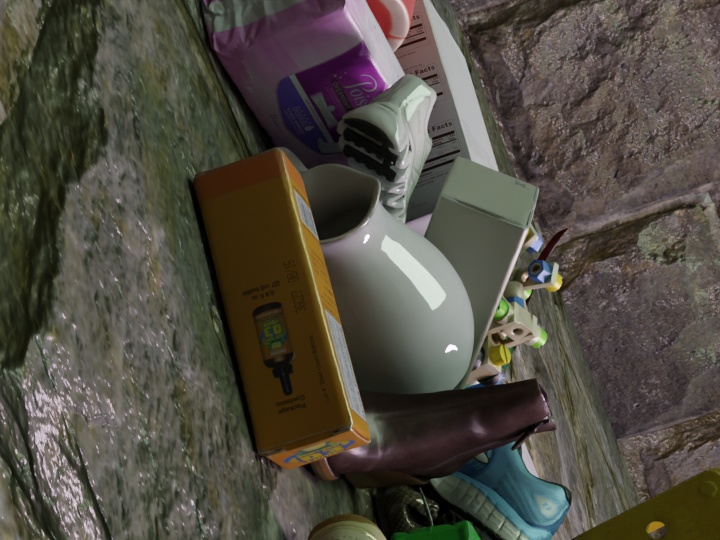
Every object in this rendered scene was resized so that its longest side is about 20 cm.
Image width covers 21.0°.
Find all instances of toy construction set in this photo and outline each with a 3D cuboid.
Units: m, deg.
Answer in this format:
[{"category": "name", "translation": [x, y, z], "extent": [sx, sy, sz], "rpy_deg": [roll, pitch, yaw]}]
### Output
[{"category": "toy construction set", "translation": [0.093, 0.049, 1.762], "extent": [0.092, 0.200, 0.132], "rpy_deg": [22, 53, -28]}]

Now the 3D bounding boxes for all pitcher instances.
[{"category": "pitcher", "translation": [0.000, 0.000, 1.512], "extent": [0.200, 0.121, 0.172], "rpy_deg": [58, -6, -37]}]

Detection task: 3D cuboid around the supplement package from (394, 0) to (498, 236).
[{"category": "supplement package", "translation": [0.036, -0.111, 1.761], "extent": [0.191, 0.146, 0.201], "rpy_deg": [41, 31, -70]}]

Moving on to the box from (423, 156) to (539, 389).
[{"category": "box", "translation": [0.077, 0.018, 1.618], "extent": [0.095, 0.077, 0.201], "rpy_deg": [-64, 175, -64]}]

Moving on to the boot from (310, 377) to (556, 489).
[{"category": "boot", "translation": [0.048, 0.101, 1.391], "extent": [0.200, 0.165, 0.073], "rpy_deg": [47, 26, -66]}]

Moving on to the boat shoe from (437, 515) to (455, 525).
[{"category": "boat shoe", "translation": [0.092, 0.194, 1.631], "extent": [0.200, 0.065, 0.072], "rpy_deg": [57, -15, 27]}]

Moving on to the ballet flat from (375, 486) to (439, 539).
[{"category": "ballet flat", "translation": [0.066, 0.240, 1.580], "extent": [0.068, 0.046, 0.201], "rpy_deg": [-98, 165, -49]}]

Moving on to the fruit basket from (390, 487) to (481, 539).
[{"category": "fruit basket", "translation": [0.079, 0.290, 1.444], "extent": [0.186, 0.093, 0.201], "rpy_deg": [-95, 167, -52]}]

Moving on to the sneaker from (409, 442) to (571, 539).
[{"category": "sneaker", "translation": [0.089, 0.155, 1.570], "extent": [0.200, 0.090, 0.079], "rpy_deg": [40, -20, 26]}]

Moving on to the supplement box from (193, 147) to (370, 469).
[{"category": "supplement box", "translation": [-0.052, 0.026, 1.283], "extent": [0.069, 0.066, 0.201], "rpy_deg": [53, 21, -69]}]

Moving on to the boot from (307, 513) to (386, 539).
[{"category": "boot", "translation": [0.018, 0.269, 1.201], "extent": [0.156, 0.072, 0.201], "rpy_deg": [-81, 149, -70]}]

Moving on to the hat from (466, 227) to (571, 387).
[{"category": "hat", "translation": [0.153, 0.068, 1.978], "extent": [0.166, 0.175, 0.201], "rpy_deg": [26, 46, -76]}]

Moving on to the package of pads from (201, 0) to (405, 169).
[{"category": "package of pads", "translation": [-0.034, -0.161, 1.553], "extent": [0.200, 0.120, 0.076], "rpy_deg": [58, 17, -52]}]

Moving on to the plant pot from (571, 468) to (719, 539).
[{"category": "plant pot", "translation": [0.266, 0.273, 1.583], "extent": [0.201, 0.199, 0.177], "rpy_deg": [63, 0, 28]}]

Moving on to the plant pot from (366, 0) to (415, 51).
[{"category": "plant pot", "translation": [-0.031, -0.278, 1.639], "extent": [0.201, 0.199, 0.178], "rpy_deg": [55, 30, -58]}]

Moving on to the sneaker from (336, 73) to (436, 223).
[{"category": "sneaker", "translation": [0.022, -0.079, 1.556], "extent": [0.081, 0.075, 0.200], "rpy_deg": [-52, 168, -30]}]

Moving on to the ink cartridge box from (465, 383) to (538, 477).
[{"category": "ink cartridge box", "translation": [0.116, 0.214, 1.790], "extent": [0.200, 0.084, 0.145], "rpy_deg": [-83, 152, -68]}]
